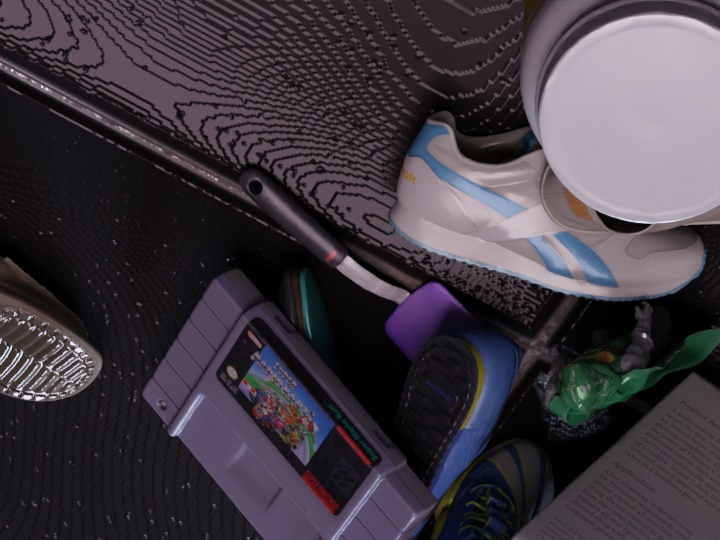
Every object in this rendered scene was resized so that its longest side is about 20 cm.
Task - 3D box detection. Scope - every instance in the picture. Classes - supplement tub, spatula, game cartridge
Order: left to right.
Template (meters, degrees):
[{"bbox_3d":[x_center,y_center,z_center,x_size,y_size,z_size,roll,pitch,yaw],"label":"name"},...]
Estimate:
[{"bbox_3d":[-0.048,0.110,1.566,0.200,0.038,0.130,48,137,15],"label":"game cartridge"},{"bbox_3d":[0.000,0.000,1.586,0.200,0.021,0.056,40,118,-16],"label":"spatula"},{"bbox_3d":[0.162,-0.129,1.382,0.144,0.200,0.146,2,121,4],"label":"supplement tub"}]

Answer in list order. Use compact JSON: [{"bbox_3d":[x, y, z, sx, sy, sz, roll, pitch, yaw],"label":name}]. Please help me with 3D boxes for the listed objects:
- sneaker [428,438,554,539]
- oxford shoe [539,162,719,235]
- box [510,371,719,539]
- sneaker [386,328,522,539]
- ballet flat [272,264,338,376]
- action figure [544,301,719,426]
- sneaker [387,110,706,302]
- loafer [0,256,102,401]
[{"bbox_3d":[0.079,0.183,1.581,0.076,0.200,0.105,42,153,-10],"label":"sneaker"},{"bbox_3d":[0.206,-0.060,1.481,0.198,0.058,0.076,-11,95,-13],"label":"oxford shoe"},{"bbox_3d":[0.177,0.189,1.547,0.106,0.200,0.153,35,138,22],"label":"box"},{"bbox_3d":[0.042,0.124,1.591,0.066,0.078,0.201,42,113,28],"label":"sneaker"},{"bbox_3d":[-0.037,0.089,1.616,0.072,0.073,0.201,-13,121,12],"label":"ballet flat"},{"bbox_3d":[0.152,0.058,1.506,0.117,0.200,0.055,-25,89,16],"label":"action figure"},{"bbox_3d":[0.121,-0.038,1.523,0.198,0.077,0.081,13,113,-7],"label":"sneaker"},{"bbox_3d":[-0.248,0.016,1.594,0.076,0.069,0.199,-39,126,25],"label":"loafer"}]
